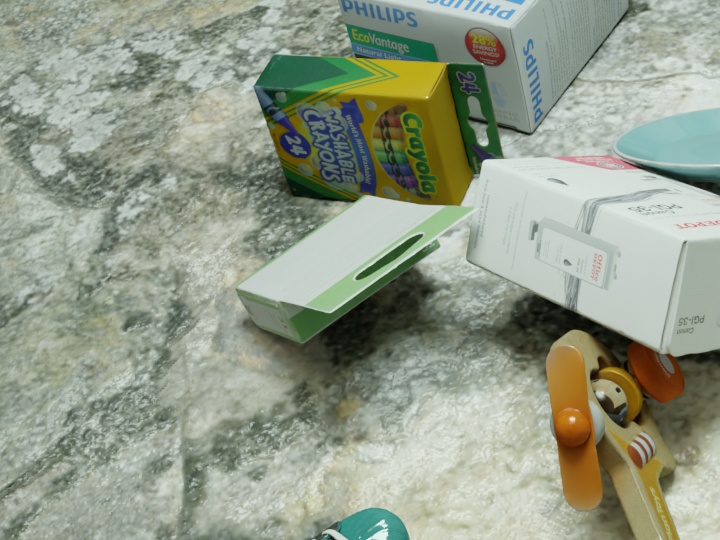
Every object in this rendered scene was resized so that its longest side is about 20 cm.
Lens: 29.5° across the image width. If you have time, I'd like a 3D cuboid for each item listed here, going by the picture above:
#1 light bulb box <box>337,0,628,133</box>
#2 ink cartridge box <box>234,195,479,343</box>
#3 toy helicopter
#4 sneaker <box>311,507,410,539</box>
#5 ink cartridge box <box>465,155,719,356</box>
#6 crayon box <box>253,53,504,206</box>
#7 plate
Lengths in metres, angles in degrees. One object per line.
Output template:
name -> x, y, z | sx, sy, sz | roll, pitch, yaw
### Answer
light bulb box -> 0.119, -0.254, 1.289 | 0.197, 0.125, 0.200 | 19, 54, 33
ink cartridge box -> 0.000, 0.000, 1.064 | 0.145, 0.048, 0.200 | -35, 20, -18
toy helicopter -> 0.171, 0.125, 0.881 | 0.079, 0.132, 0.201 | -34, 55, 26
sneaker -> -0.047, 0.216, 0.883 | 0.200, 0.080, 0.071 | -40, 46, -23
ink cartridge box -> 0.197, -0.018, 0.984 | 0.146, 0.084, 0.199 | -5, 21, -38
crayon box -> 0.018, -0.119, 1.181 | 0.198, 0.126, 0.052 | 6, 47, 25
plate -> 0.301, -0.100, 1.083 | 0.198, 0.026, 0.200 | -9, 16, 3
